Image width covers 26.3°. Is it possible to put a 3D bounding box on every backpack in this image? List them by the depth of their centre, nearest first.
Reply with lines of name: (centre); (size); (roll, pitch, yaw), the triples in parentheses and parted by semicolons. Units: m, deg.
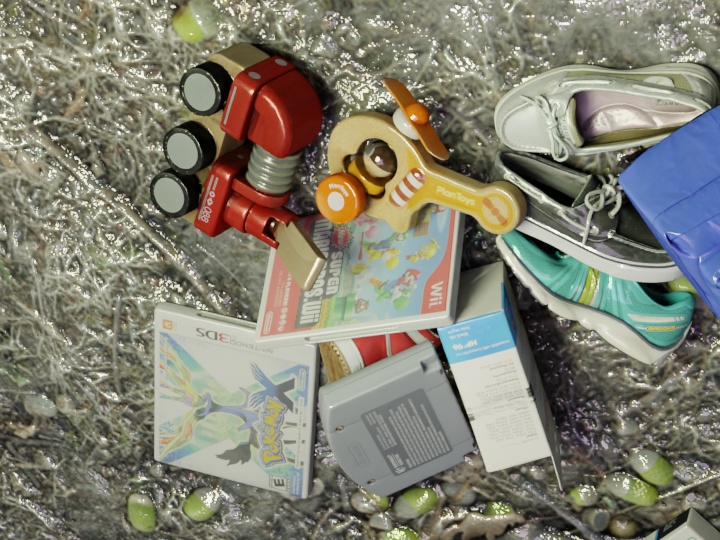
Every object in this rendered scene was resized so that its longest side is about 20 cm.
backpack: (0.347, -0.057, 1.256); (0.200, 0.168, 0.163); (-37, 142, 7)

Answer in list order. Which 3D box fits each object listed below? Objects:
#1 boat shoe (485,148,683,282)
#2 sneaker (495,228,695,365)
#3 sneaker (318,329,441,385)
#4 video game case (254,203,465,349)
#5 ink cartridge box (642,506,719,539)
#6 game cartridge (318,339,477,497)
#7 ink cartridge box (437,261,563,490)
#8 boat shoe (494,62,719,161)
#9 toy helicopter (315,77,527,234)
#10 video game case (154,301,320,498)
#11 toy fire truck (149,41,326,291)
boat shoe: (0.208, -0.056, 1.382); (0.199, 0.074, 0.068); (27, 138, 15)
sneaker: (0.217, 0.008, 1.425); (0.199, 0.078, 0.080); (28, 110, -6)
sneaker: (0.023, 0.095, 1.535); (0.071, 0.112, 0.200); (48, 163, 25)
video game case: (0.000, 0.000, 1.453); (0.199, 0.143, 0.017); (-8, 143, 23)
ink cartridge box: (0.368, 0.337, 1.562); (0.200, 0.039, 0.099); (44, 122, -5)
game cartridge: (0.034, 0.150, 1.501); (0.133, 0.041, 0.200); (-27, 143, -1)
ink cartridge box: (0.134, 0.108, 1.467); (0.068, 0.116, 0.201); (-16, 112, 12)
boat shoe: (0.210, -0.136, 1.341); (0.201, 0.065, 0.075); (-2, 117, 21)
toy helicopter: (0.061, -0.091, 1.398); (0.199, 0.079, 0.133); (21, 116, 22)
video game case: (-0.135, 0.140, 1.643); (0.182, 0.022, 0.201); (12, 121, 13)
toy fire truck: (-0.085, -0.087, 1.414); (0.200, 0.129, 0.177); (32, 123, 15)
